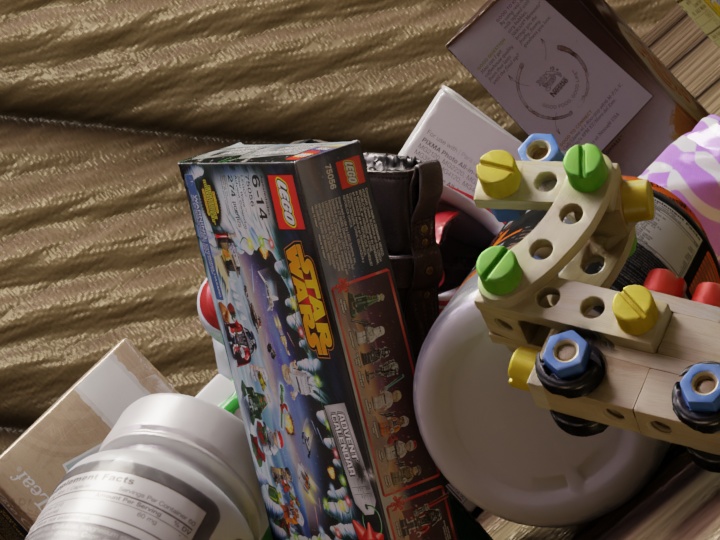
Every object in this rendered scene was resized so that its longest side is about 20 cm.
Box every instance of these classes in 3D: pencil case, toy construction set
[{"bbox_3d":[0.147,0.009,1.518,0.200,0.084,0.085,-46,42,-4],"label":"pencil case"},{"bbox_3d":[0.130,0.006,1.186,0.199,0.092,0.132,5,59,38],"label":"toy construction set"}]

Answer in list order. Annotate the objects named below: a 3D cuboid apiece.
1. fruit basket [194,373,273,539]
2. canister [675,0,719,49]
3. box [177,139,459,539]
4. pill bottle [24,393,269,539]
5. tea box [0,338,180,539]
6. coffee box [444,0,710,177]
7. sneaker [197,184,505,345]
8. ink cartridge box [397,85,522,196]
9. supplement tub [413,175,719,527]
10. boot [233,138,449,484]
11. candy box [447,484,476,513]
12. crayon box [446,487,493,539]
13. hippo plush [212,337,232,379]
[{"bbox_3d":[-0.093,0.139,1.621,0.185,0.094,0.200,-46,0,-28],"label":"fruit basket"},{"bbox_3d":[0.223,-0.133,1.289,0.148,0.200,0.087,-40,4,41],"label":"canister"},{"bbox_3d":[-0.022,0.039,1.366,0.040,0.201,0.137,-18,9,-26],"label":"box"},{"bbox_3d":[-0.118,0.162,1.412,0.114,0.114,0.200,-40,15,46],"label":"pill bottle"},{"bbox_3d":[-0.149,0.176,1.901,0.134,0.200,0.197,-44,1,-18],"label":"tea box"},{"bbox_3d":[0.150,-0.094,1.713,0.080,0.200,0.114,-43,4,12],"label":"coffee box"},{"bbox_3d":[0.000,0.000,1.552,0.198,0.072,0.113,-5,-17,9],"label":"sneaker"},{"bbox_3d":[0.030,0.000,1.730,0.201,0.083,0.145,-57,-3,-2],"label":"ink cartridge box"},{"bbox_3d":[0.105,0.030,1.358,0.122,0.123,0.200,-42,3,25],"label":"supplement tub"},{"bbox_3d":[-0.012,0.018,1.454,0.069,0.175,0.199,-22,13,-41],"label":"boot"},{"bbox_3d":[-0.017,0.172,1.606,0.200,0.061,0.136,-46,3,-39],"label":"candy box"},{"bbox_3d":[-0.029,0.197,1.430,0.200,0.051,0.127,-44,8,-19],"label":"crayon box"},{"bbox_3d":[-0.058,0.110,2.040,0.199,0.160,0.161,-24,19,13],"label":"hippo plush"}]
